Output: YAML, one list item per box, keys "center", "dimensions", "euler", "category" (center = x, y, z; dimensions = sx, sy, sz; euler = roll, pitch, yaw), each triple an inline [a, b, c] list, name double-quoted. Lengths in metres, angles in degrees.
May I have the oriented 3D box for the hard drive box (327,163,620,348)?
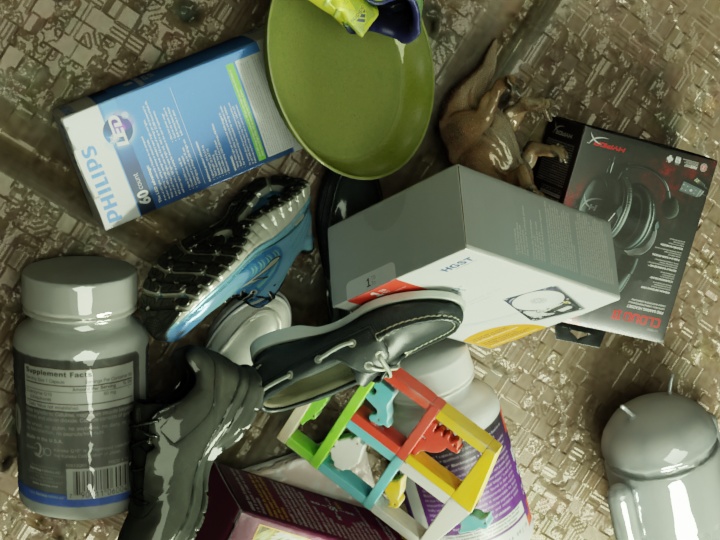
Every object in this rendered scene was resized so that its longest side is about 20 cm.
- center: [0.096, -0.007, 1.329]
  dimensions: [0.199, 0.156, 0.077]
  euler: [16, 60, -40]
  category: "hard drive box"

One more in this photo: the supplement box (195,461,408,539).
- center: [-0.058, 0.272, 1.388]
  dimensions: [0.199, 0.103, 0.131]
  euler: [22, 100, -24]
  category: "supplement box"

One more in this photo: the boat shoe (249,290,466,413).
- center: [-0.001, 0.071, 1.309]
  dimensions: [0.199, 0.061, 0.076]
  euler: [-20, 147, 25]
  category: "boat shoe"

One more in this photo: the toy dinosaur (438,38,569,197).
- center: [0.106, -0.102, 1.405]
  dimensions: [0.086, 0.135, 0.201]
  euler: [-11, 85, -56]
  category: "toy dinosaur"

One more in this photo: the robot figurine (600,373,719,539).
- center: [0.300, 0.204, 1.528]
  dimensions: [0.169, 0.113, 0.201]
  euler: [-33, 115, -39]
  category: "robot figurine"

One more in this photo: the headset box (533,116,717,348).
- center: [0.227, -0.028, 1.463]
  dimensions: [0.148, 0.077, 0.201]
  euler: [13, 98, -22]
  category: "headset box"

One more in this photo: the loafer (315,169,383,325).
- center: [0.000, 0.000, 1.393]
  dimensions: [0.068, 0.070, 0.202]
  euler: [-6, 106, -18]
  category: "loafer"

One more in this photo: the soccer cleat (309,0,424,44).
- center: [-0.019, -0.231, 1.252]
  dimensions: [0.200, 0.065, 0.084]
  euler: [8, 62, -47]
  category: "soccer cleat"

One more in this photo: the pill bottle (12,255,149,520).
- center: [-0.233, 0.096, 1.313]
  dimensions: [0.113, 0.114, 0.201]
  euler: [-3, 105, -18]
  category: "pill bottle"

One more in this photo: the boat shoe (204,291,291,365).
- center: [-0.121, 0.107, 1.378]
  dimensions: [0.071, 0.070, 0.200]
  euler: [36, 91, -23]
  category: "boat shoe"

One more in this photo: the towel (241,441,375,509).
- center: [-0.071, 0.266, 1.458]
  dimensions: [0.199, 0.032, 0.192]
  euler: [-17, 108, -15]
  category: "towel"

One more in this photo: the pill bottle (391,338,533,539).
- center: [0.084, 0.167, 1.443]
  dimensions: [0.111, 0.111, 0.201]
  euler: [-22, 110, -13]
  category: "pill bottle"

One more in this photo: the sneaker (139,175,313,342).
- center: [-0.101, 0.004, 1.329]
  dimensions: [0.200, 0.078, 0.090]
  euler: [-41, 127, -34]
  category: "sneaker"

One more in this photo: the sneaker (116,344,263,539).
- center: [-0.161, 0.152, 1.282]
  dimensions: [0.091, 0.076, 0.201]
  euler: [36, 70, -35]
  category: "sneaker"

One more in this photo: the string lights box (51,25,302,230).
- center: [-0.145, -0.122, 1.316]
  dimensions: [0.199, 0.059, 0.103]
  euler: [-23, 110, -12]
  category: "string lights box"

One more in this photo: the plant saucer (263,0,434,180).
- center: [-0.014, -0.174, 1.323]
  dimensions: [0.199, 0.031, 0.201]
  euler: [7, 80, -44]
  category: "plant saucer"

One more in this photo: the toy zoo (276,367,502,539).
- center: [0.036, 0.160, 1.382]
  dimensions: [0.200, 0.020, 0.131]
  euler: [36, 119, 8]
  category: "toy zoo"
